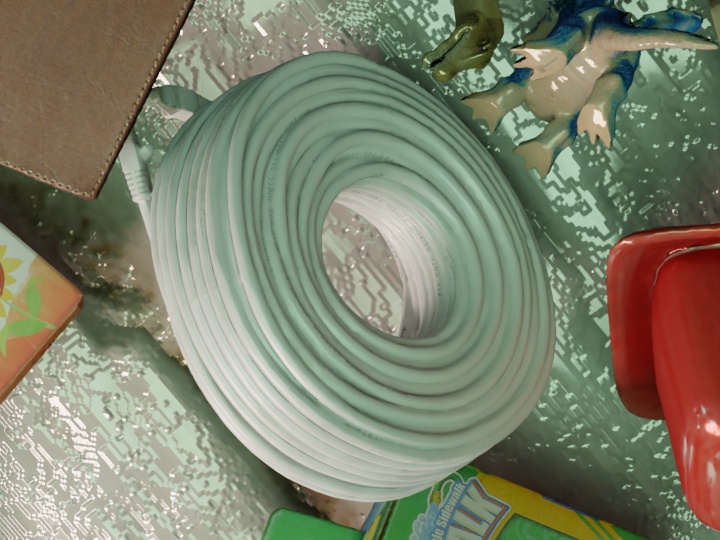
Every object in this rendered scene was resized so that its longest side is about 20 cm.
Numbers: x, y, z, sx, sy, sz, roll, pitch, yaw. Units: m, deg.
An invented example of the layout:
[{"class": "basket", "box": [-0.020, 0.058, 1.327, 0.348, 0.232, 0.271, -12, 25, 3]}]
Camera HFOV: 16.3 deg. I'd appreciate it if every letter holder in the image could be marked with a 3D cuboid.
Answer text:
[{"class": "letter holder", "box": [-0.136, -0.157, 1.050, 0.141, 0.101, 0.201, 21, 111, -20]}]

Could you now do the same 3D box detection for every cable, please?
[{"class": "cable", "box": [0.000, 0.000, 1.119, 0.069, 0.199, 0.201, -31, 68, 45]}]

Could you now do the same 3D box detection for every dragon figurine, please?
[{"class": "dragon figurine", "box": [0.105, -0.101, 1.076, 0.059, 0.200, 0.100, 40, 66, -4]}]

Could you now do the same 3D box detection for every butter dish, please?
[{"class": "butter dish", "box": [0.210, 0.070, 1.103, 0.198, 0.149, 0.200, -2, 152, 7]}]

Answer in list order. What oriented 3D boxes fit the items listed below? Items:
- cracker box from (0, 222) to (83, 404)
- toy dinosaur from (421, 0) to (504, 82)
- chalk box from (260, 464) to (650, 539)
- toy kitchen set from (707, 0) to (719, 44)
[{"class": "cracker box", "box": [-0.247, 0.000, 1.178, 0.200, 0.058, 0.134, 41, 80, -1]}, {"class": "toy dinosaur", "box": [0.067, -0.182, 1.105, 0.101, 0.058, 0.201, 30, 99, 20]}, {"class": "chalk box", "box": [0.043, 0.170, 1.181, 0.199, 0.124, 0.125, 22, 66, -2]}, {"class": "toy kitchen set", "box": [0.219, -0.148, 1.051, 0.162, 0.181, 0.201, -16, 105, 10]}]
